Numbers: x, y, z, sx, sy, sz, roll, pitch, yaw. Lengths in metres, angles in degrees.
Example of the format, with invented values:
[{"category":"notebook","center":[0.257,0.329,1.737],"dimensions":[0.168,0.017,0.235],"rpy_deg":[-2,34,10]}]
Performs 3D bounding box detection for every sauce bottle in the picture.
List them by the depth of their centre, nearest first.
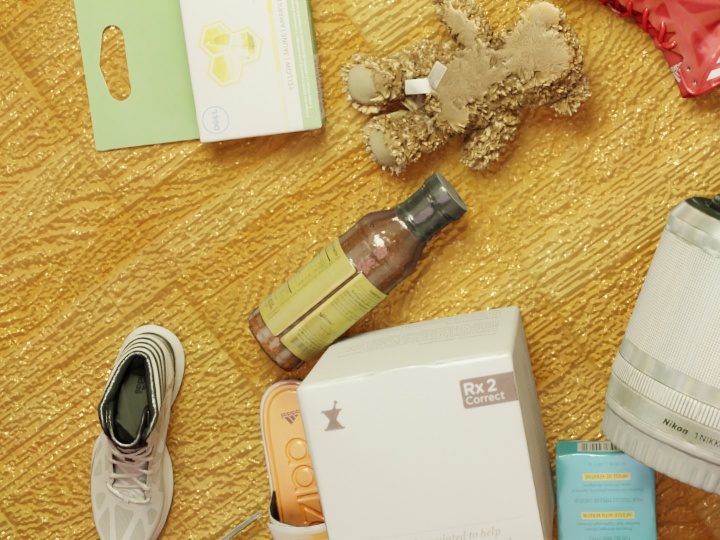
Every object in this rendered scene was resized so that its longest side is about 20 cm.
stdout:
[{"category":"sauce bottle","center":[0.000,0.000,1.413],"dimensions":[0.200,0.066,0.066],"rpy_deg":[-38,92,11]}]

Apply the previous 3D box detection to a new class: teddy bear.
[{"category":"teddy bear","center":[0.082,-0.151,1.385],"dimensions":[0.199,0.067,0.145],"rpy_deg":[-36,88,18]}]

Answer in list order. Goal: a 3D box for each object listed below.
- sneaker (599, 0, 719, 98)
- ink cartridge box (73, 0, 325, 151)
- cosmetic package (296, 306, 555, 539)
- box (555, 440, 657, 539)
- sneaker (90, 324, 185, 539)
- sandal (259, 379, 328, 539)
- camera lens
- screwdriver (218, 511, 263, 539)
[{"category":"sneaker","center":[0.227,-0.193,1.347],"dimensions":[0.198,0.078,0.117],"rpy_deg":[6,98,8]},{"category":"ink cartridge box","center":[-0.134,-0.176,1.414],"dimensions":[0.198,0.048,0.147],"rpy_deg":[-7,98,6]},{"category":"cosmetic package","center":[0.058,0.135,1.356],"dimensions":[0.163,0.200,0.166],"rpy_deg":[-11,97,10]},{"category":"box","center":[0.203,0.242,1.429],"dimensions":[0.082,0.049,0.202],"rpy_deg":[-2,98,8]},{"category":"sneaker","center":[-0.197,0.152,1.436],"dimensions":[0.075,0.115,0.202],"rpy_deg":[9,100,6]},{"category":"sandal","center":[-0.046,0.196,1.451],"dimensions":[0.079,0.059,0.208],"rpy_deg":[-15,96,10]},{"category":"camera lens","center":[0.284,0.054,1.326],"dimensions":[0.159,0.160,0.201],"rpy_deg":[20,101,4]},{"category":"screwdriver","center":[-0.163,0.259,1.495],"dimensions":[0.200,0.028,0.029],"rpy_deg":[-41,63,10]}]
